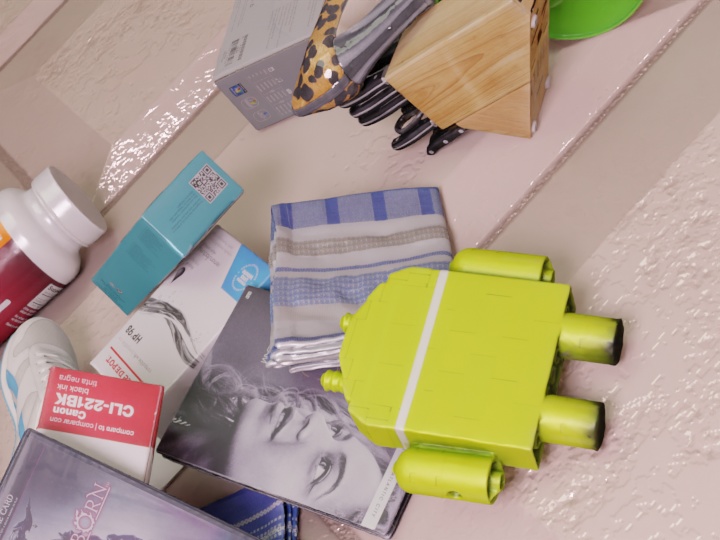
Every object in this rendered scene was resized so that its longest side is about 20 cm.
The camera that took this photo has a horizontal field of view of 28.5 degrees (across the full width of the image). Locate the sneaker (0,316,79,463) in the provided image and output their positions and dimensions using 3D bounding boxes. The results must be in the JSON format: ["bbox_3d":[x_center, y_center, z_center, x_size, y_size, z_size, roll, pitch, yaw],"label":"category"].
[{"bbox_3d":[-0.259,0.113,1.210,0.081,0.076,0.202,-48,40,31],"label":"sneaker"}]

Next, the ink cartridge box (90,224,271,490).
[{"bbox_3d":[-0.142,0.072,1.157,0.200,0.067,0.116,-48,37,-6],"label":"ink cartridge box"}]

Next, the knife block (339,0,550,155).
[{"bbox_3d":[0.061,-0.172,1.122,0.173,0.201,0.065,11,57,14],"label":"knife block"}]

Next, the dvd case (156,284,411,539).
[{"bbox_3d":[-0.034,0.096,1.021,0.198,0.016,0.150,15,63,28],"label":"dvd case"}]

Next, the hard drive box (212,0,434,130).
[{"bbox_3d":[-0.031,-0.243,1.355,0.198,0.077,0.157,-19,43,31],"label":"hard drive box"}]

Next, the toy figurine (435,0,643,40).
[{"bbox_3d":[0.163,-0.296,1.189,0.199,0.150,0.185,-31,28,40],"label":"toy figurine"}]

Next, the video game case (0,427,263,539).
[{"bbox_3d":[-0.153,0.208,0.903,0.019,0.198,0.144,-36,29,60],"label":"video game case"}]

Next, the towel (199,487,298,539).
[{"bbox_3d":[-0.107,0.245,0.990,0.144,0.024,0.202,-26,40,24],"label":"towel"}]

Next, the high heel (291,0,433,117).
[{"bbox_3d":[-0.026,-0.209,1.194,0.142,0.071,0.200,-44,29,6],"label":"high heel"}]

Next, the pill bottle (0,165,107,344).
[{"bbox_3d":[-0.351,-0.006,1.397,0.200,0.113,0.113,-41,36,4],"label":"pill bottle"}]

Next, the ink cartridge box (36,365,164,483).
[{"bbox_3d":[-0.196,0.189,0.989,0.145,0.082,0.203,116,163,-66],"label":"ink cartridge box"}]

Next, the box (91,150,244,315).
[{"bbox_3d":[-0.170,-0.028,1.215,0.082,0.049,0.200,-50,7,-27],"label":"box"}]

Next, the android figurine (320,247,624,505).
[{"bbox_3d":[0.069,0.063,0.936,0.197,0.041,0.184,4,59,22],"label":"android figurine"}]

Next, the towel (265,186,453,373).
[{"bbox_3d":[0.000,0.000,1.069,0.145,0.024,0.201,-7,36,2],"label":"towel"}]
